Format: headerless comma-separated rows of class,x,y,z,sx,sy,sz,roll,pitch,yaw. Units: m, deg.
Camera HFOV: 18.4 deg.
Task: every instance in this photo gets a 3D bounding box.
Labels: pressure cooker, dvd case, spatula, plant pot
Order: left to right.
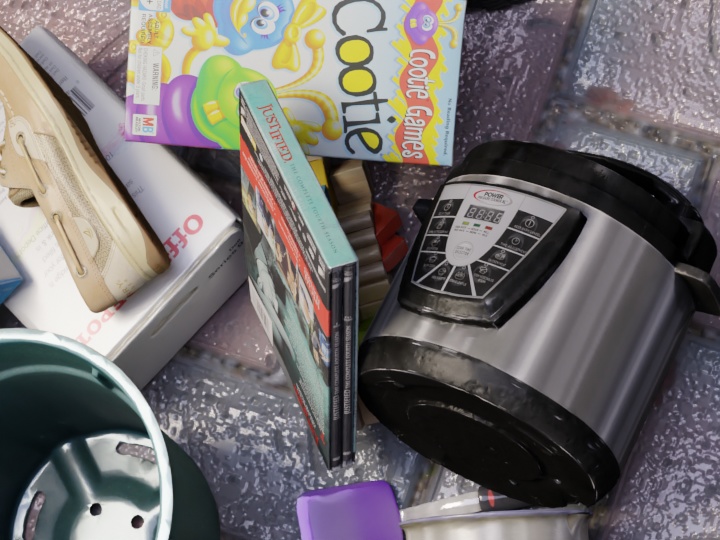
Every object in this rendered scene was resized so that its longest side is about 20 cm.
plant pot,-0.181,0.152,1.345,0.198,0.196,0.202,-3,77,12
dvd case,-0.037,0.006,1.308,0.022,0.201,0.147,-16,53,-15
spatula,0.060,0.147,1.382,0.198,0.021,0.057,-13,81,9
pressure cooker,0.106,0.018,1.317,0.175,0.179,0.201,32,71,-8

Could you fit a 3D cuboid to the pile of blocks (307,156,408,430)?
pile of blocks,0.000,0.000,1.398,0.062,0.082,0.202,-16,74,9

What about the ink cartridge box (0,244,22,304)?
ink cartridge box,-0.319,0.025,1.425,0.200,0.068,0.115,-45,74,32

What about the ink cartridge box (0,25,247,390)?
ink cartridge box,-0.180,-0.034,1.445,0.145,0.088,0.200,-47,70,0

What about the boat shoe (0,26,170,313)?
boat shoe,-0.195,-0.067,1.374,0.064,0.071,0.201,-35,73,3

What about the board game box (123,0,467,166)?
board game box,-0.039,-0.130,1.360,0.198,0.103,0.106,4,104,-1

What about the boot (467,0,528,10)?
boot,0.031,-0.225,1.458,0.198,0.070,0.133,-14,71,-2

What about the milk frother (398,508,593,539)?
milk frother,0.045,0.235,1.268,0.179,0.200,0.190,-7,79,15
